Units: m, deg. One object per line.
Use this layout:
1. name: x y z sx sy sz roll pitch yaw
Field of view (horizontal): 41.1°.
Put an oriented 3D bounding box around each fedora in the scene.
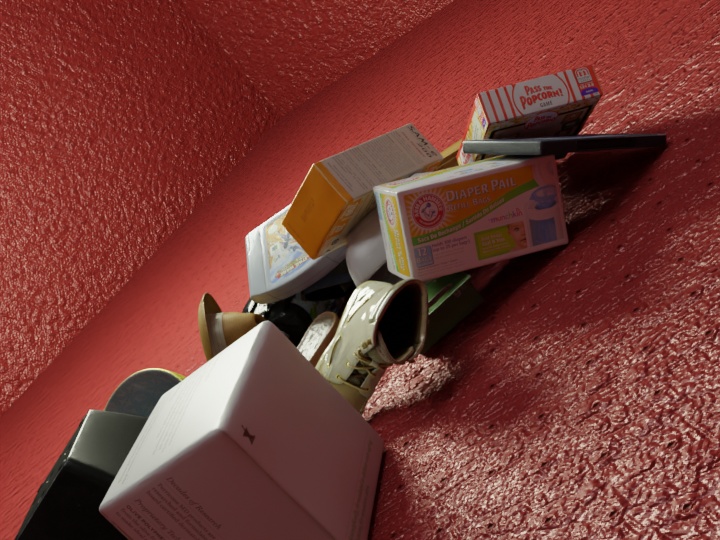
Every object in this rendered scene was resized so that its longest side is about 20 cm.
1. fedora: -0.166 0.116 1.379 0.082 0.201 0.201 -17 19 3

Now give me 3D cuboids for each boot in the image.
1. boot: 0.009 0.103 1.072 0.200 0.072 0.155 -70 15 -9
2. boot: 0.000 0.000 1.428 0.200 0.075 0.097 -2 61 4

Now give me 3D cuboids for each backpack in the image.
1. backpack: -0.098 0.034 1.521 0.163 0.154 0.200 -28 42 45

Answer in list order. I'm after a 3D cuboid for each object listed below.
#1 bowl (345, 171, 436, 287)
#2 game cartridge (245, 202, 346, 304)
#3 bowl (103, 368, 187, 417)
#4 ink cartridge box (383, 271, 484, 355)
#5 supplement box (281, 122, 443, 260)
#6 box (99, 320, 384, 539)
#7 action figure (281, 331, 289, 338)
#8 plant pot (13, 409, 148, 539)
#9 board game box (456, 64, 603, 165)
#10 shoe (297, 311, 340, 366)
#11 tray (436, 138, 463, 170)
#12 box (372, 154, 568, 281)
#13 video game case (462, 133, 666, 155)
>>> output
1. bowl: 0.063 -0.053 1.306 0.200 0.075 0.200 -41 -14 2
2. game cartridge: -0.090 -0.037 1.400 0.200 0.042 0.133 -32 46 29
3. bowl: -0.257 0.240 1.333 0.200 0.200 0.108 -35 -26 22
4. ink cartridge box: 0.086 0.040 1.193 0.104 0.059 0.200 -41 16 -1
5. supplement box: 0.004 -0.108 1.293 0.200 0.074 0.126 -29 -19 -41
6. box: -0.108 0.203 0.964 0.171 0.200 0.199 -36 16 23
7. action figure: -0.097 0.185 1.171 0.193 0.104 0.200 -20 -56 -75
8. plant pot: -0.282 0.280 1.113 0.200 0.177 0.200 -57 13 13
9. board game box: 0.215 -0.186 1.256 0.151 0.046 0.200 -15 -15 -7
10. shoe: -0.085 0.148 1.335 0.070 0.053 0.200 21 65 48
11. tray: 0.142 -0.129 1.433 0.200 0.099 0.037 -30 21 32
12. box: 0.128 -0.066 1.139 0.200 0.113 0.101 -15 12 -13
13. video game case: 0.246 -0.153 1.161 0.200 0.019 0.143 -9 11 -30
